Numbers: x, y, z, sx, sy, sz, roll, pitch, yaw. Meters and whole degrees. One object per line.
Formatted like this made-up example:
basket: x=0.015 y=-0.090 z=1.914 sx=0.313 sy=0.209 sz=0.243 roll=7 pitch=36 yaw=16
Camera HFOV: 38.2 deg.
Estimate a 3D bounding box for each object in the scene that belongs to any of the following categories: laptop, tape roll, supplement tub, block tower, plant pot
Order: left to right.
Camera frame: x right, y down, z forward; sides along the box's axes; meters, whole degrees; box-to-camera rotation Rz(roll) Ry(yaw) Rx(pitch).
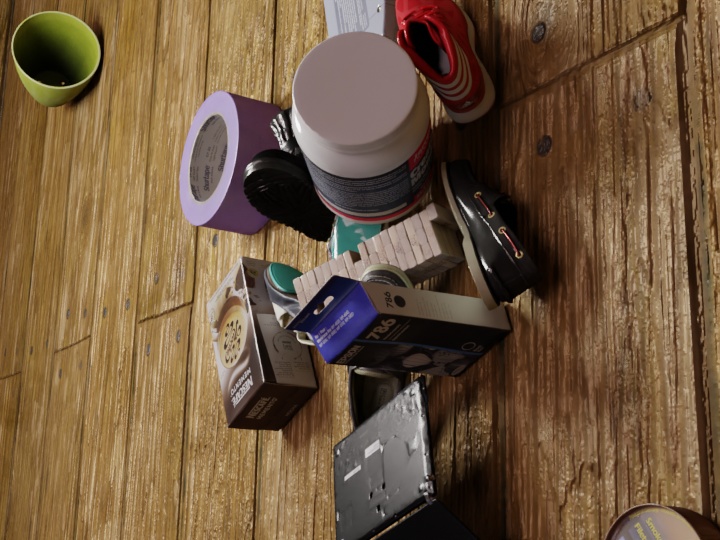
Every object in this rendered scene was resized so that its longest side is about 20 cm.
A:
plant pot: x=-0.693 y=-0.454 z=2.357 sx=0.200 sy=0.187 sz=0.188 roll=137 pitch=134 yaw=-65
tape roll: x=-0.188 y=-0.157 z=1.527 sx=0.200 sy=0.085 sz=0.201 roll=-21 pitch=65 yaw=53
supplement tub: x=0.005 y=-0.144 z=1.086 sx=0.200 sy=0.140 sz=0.141 roll=72 pitch=-165 yaw=-71
block tower: x=0.018 y=0.001 z=1.118 sx=0.200 sy=0.054 sz=0.058 roll=-30 pitch=66 yaw=26
laptop: x=0.060 y=0.239 z=1.032 sx=0.177 sy=0.103 sz=0.200 roll=-45 pitch=37 yaw=42

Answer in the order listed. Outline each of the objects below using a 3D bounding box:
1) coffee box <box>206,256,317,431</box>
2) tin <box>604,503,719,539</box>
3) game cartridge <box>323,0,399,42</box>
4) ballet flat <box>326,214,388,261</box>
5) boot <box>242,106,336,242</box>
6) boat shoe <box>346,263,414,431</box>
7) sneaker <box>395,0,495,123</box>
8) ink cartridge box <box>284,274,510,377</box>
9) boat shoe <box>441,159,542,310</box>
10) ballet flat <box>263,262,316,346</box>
coffee box: x=-0.134 y=0.097 z=1.372 sx=0.113 sy=0.080 sz=0.200 roll=-50 pitch=42 yaw=38
tin: x=0.247 y=0.264 z=0.760 sx=0.112 sy=0.042 sz=0.200 roll=-61 pitch=36 yaw=34
game cartridge: x=0.003 y=-0.344 z=1.322 sx=0.133 sy=0.040 sz=0.200 roll=-42 pitch=48 yaw=49
ballet flat: x=0.000 y=0.000 z=1.202 sx=0.075 sy=0.064 sz=0.201 roll=3 pitch=81 yaw=18
boot: x=-0.079 y=-0.136 z=1.250 sx=0.079 sy=0.211 sz=0.158 roll=-16 pitch=66 yaw=19
boat shoe: x=0.021 y=0.093 z=1.085 sx=0.066 sy=0.072 sz=0.201 roll=-59 pitch=-26 yaw=-60
sneaker: x=0.075 y=-0.257 z=1.091 sx=0.078 sy=0.116 sz=0.200 roll=-34 pitch=56 yaw=10
ink cartridge box: x=0.037 y=0.057 z=0.998 sx=0.099 sy=0.200 sz=0.039 roll=-47 pitch=44 yaw=43
boat shoe: x=0.126 y=-0.046 z=1.022 sx=0.063 sy=0.074 sz=0.202 roll=-26 pitch=40 yaw=10
ballet flat: x=-0.074 y=0.051 z=1.305 sx=0.200 sy=0.073 sz=0.073 roll=34 pitch=110 yaw=54
